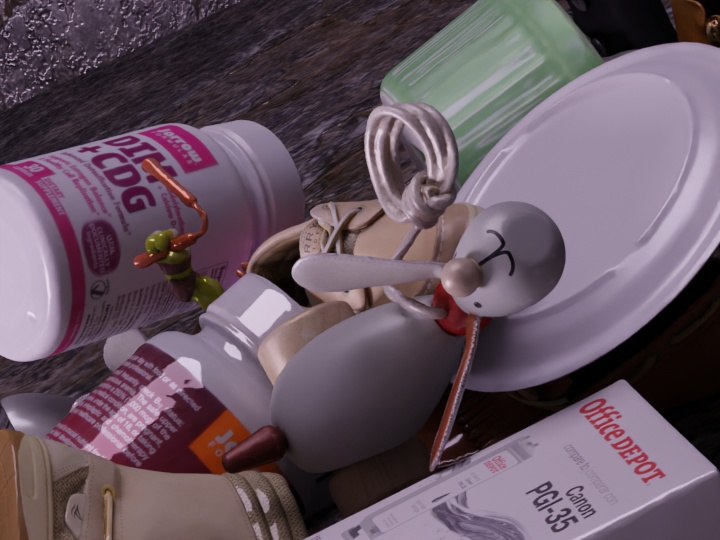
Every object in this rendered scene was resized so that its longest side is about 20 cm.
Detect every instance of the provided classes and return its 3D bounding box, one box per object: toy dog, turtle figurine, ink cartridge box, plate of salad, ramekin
[{"bbox_3d":[-0.164,0.079,1.421,0.199,0.097,0.132,-27,15,-2],"label":"toy dog"},{"bbox_3d":[-0.086,0.049,1.323,0.161,0.200,0.064,-46,-4,6],"label":"turtle figurine"},{"bbox_3d":[0.049,0.134,0.918,0.199,0.083,0.147,-27,14,-2],"label":"ink cartridge box"},{"bbox_3d":[0.002,0.038,1.016,0.096,0.201,0.132,-22,53,-37],"label":"toy dog"},{"bbox_3d":[0.108,-0.021,1.105,0.199,0.048,0.201,-32,33,24],"label":"plate of salad"},{"bbox_3d":[0.095,-0.052,1.277,0.097,0.201,0.200,-33,15,-1],"label":"ramekin"}]

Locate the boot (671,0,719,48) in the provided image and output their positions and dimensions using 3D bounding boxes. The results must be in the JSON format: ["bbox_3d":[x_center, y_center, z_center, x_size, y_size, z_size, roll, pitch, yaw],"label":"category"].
[{"bbox_3d":[0.200,-0.093,1.325,0.071,0.145,0.201,-33,16,-28],"label":"boot"}]

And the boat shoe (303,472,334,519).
[{"bbox_3d":[-0.072,0.102,1.233,0.201,0.087,0.075,-29,14,-12],"label":"boat shoe"}]

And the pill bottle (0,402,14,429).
[{"bbox_3d":[-0.227,0.112,1.238,0.110,0.201,0.111,-24,14,7],"label":"pill bottle"}]

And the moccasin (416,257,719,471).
[{"bbox_3d":[0.091,0.052,1.129,0.200,0.078,0.074,-21,37,10],"label":"moccasin"}]

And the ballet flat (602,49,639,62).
[{"bbox_3d":[0.208,-0.103,1.416,0.199,0.068,0.064,7,42,22],"label":"ballet flat"}]

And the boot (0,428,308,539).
[{"bbox_3d":[-0.087,0.170,1.012,0.155,0.201,0.073,11,-34,-31],"label":"boot"}]

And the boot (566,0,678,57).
[{"bbox_3d":[0.180,-0.164,1.494,0.065,0.201,0.165,-31,15,-21],"label":"boot"}]

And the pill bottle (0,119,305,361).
[{"bbox_3d":[-0.137,-0.025,1.424,0.199,0.114,0.113,-19,6,-41],"label":"pill bottle"}]

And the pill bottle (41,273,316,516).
[{"bbox_3d":[-0.093,0.103,1.138,0.200,0.114,0.114,-43,18,-13],"label":"pill bottle"}]

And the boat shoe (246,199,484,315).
[{"bbox_3d":[0.000,0.000,1.131,0.200,0.065,0.073,-10,63,69],"label":"boat shoe"}]
